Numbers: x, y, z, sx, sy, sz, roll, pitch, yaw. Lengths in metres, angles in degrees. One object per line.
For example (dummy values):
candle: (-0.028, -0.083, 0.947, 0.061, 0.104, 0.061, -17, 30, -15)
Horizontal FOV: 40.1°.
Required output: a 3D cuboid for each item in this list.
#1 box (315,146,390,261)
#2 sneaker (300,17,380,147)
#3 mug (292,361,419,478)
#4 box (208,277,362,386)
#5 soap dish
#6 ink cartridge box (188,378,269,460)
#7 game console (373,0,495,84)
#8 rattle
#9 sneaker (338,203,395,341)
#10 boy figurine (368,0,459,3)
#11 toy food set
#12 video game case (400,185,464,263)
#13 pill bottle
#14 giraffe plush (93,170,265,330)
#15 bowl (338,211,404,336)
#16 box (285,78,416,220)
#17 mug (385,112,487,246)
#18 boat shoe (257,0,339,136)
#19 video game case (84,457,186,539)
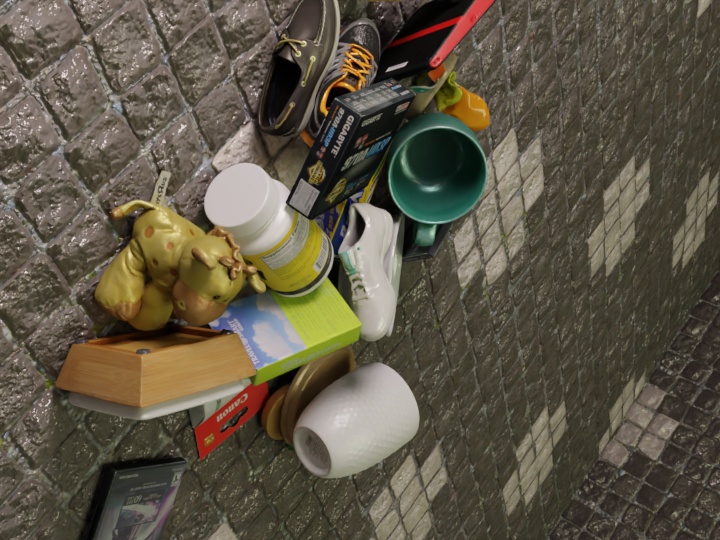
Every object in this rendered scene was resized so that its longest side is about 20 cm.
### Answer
box: (-0.027, -0.119, 1.479, 0.064, 0.070, 0.202, 11, 101, -57)
sneaker: (-0.016, -0.261, 1.353, 0.078, 0.077, 0.202, 24, 74, -15)
mug: (-0.027, 0.262, 1.592, 0.175, 0.148, 0.200, -27, 164, -41)
box: (-0.112, 0.081, 1.400, 0.199, 0.122, 0.048, -21, 147, -28)
soap dish: (-0.253, 0.120, 1.233, 0.199, 0.156, 0.082, -11, 103, -54)
ink cartridge box: (-0.184, 0.175, 1.468, 0.161, 0.050, 0.201, -38, 137, -37)
game console: (0.099, -0.335, 1.422, 0.031, 0.199, 0.177, 42, 71, -22)
rattle: (0.140, -0.261, 1.508, 0.130, 0.143, 0.200, -39, -175, -7)
sneaker: (0.000, 0.000, 1.434, 0.088, 0.075, 0.202, 20, 65, -54)
boy figurine: (0.040, -0.402, 1.358, 0.198, 0.124, 0.065, -2, 106, -26)
toy food set: (-0.075, 0.206, 1.644, 0.201, 0.048, 0.198, -61, 151, -10)
video game case: (0.119, -0.080, 1.648, 0.144, 0.019, 0.200, -60, -168, -10)
pill bottle: (-0.123, -0.054, 1.338, 0.115, 0.114, 0.200, -58, 147, -12)
giraffe plush: (-0.205, 0.000, 1.203, 0.172, 0.161, 0.202, -19, 126, -50)
bowl: (0.015, 0.000, 1.572, 0.201, 0.089, 0.203, 7, 90, -84)
box: (-0.011, -0.165, 1.312, 0.160, 0.046, 0.200, -61, 169, 26)
mug: (0.103, -0.151, 1.512, 0.185, 0.152, 0.115, -47, -162, 17)
boat shoe: (-0.083, -0.272, 1.290, 0.060, 0.071, 0.203, -11, 122, -58)
video game case: (-0.328, 0.364, 1.391, 0.142, 0.019, 0.202, 7, 104, -58)
